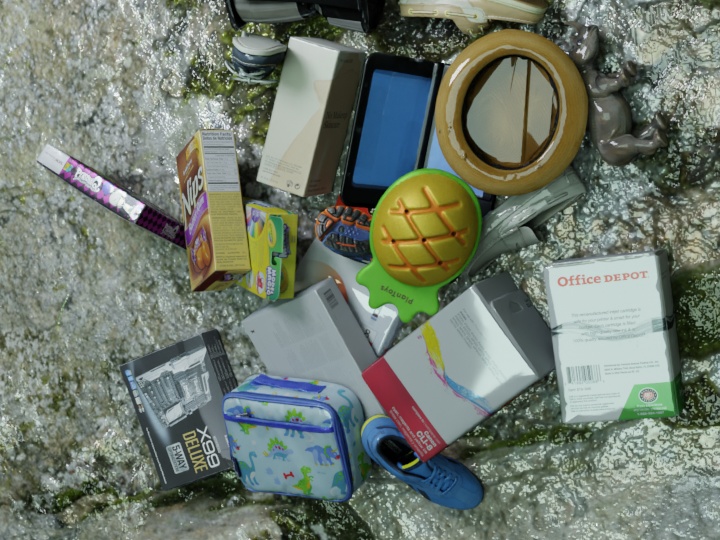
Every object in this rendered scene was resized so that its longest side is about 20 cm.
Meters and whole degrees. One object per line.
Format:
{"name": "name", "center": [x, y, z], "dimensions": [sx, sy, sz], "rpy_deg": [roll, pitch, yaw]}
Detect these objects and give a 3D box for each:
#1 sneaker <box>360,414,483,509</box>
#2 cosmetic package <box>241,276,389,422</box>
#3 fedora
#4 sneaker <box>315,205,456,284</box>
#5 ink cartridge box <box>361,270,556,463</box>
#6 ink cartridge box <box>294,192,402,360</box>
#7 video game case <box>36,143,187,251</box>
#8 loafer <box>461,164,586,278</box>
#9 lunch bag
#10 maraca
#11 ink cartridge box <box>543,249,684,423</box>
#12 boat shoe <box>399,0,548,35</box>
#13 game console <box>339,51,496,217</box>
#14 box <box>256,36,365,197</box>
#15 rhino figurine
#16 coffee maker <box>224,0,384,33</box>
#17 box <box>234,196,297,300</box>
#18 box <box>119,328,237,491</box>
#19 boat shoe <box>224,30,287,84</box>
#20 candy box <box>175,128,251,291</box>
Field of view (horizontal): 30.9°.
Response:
{"name": "sneaker", "center": [0.084, 0.264, 1.706], "dimensions": [0.200, 0.078, 0.066], "rpy_deg": [36, 93, -17]}
{"name": "cosmetic package", "center": [-0.054, 0.125, 1.771], "dimensions": [0.150, 0.052, 0.201], "rpy_deg": [-23, 100, 37]}
{"name": "fedora", "center": [0.186, -0.195, 1.609], "dimensions": [0.199, 0.082, 0.202], "rpy_deg": [1, 99, 7]}
{"name": "sneaker", "center": [0.038, -0.032, 1.713], "dimensions": [0.199, 0.078, 0.076], "rpy_deg": [22, 82, 1]}
{"name": "ink cartridge box", "center": [0.136, 0.119, 1.665], "dimensions": [0.200, 0.145, 0.145], "rpy_deg": [-40, 81, 24]}
{"name": "ink cartridge box", "center": [0.000, 0.000, 1.768], "dimensions": [0.162, 0.050, 0.201], "rpy_deg": [29, 111, 19]}
{"name": "video game case", "center": [-0.337, -0.099, 1.833], "dimensions": [0.181, 0.200, 0.036], "rpy_deg": [31, 89, 19]}
{"name": "loafer", "center": [0.201, -0.057, 1.653], "dimensions": [0.200, 0.070, 0.070], "rpy_deg": [-47, 70, 21]}
{"name": "lunch bag", "center": [-0.089, 0.224, 1.764], "dimensions": [0.199, 0.082, 0.162], "rpy_deg": [5, 114, 31]}
{"name": "maraca", "center": [0.073, -0.031, 1.627], "dimensions": [0.136, 0.107, 0.201], "rpy_deg": [24, 107, 1]}
{"name": "ink cartridge box", "center": [0.315, 0.079, 1.607], "dimensions": [0.146, 0.083, 0.201], "rpy_deg": [-5, 95, 22]}
{"name": "boat shoe", "center": [0.141, -0.335, 1.651], "dimensions": [0.199, 0.074, 0.067], "rpy_deg": [18, 117, 24]}
{"name": "game console", "center": [0.089, -0.163, 1.667], "dimensions": [0.175, 0.116, 0.201], "rpy_deg": [17, 104, 23]}
{"name": "box", "center": [-0.066, -0.207, 1.748], "dimensions": [0.077, 0.095, 0.201], "rpy_deg": [20, 106, 20]}
{"name": "rhino figurine", "center": [0.297, -0.219, 1.593], "dimensions": [0.087, 0.060, 0.201], "rpy_deg": [-33, 79, 33]}
{"name": "coffee maker", "center": [-0.078, -0.396, 1.675], "dimensions": [0.199, 0.192, 0.136], "rpy_deg": [4, 66, 17]}
{"name": "box", "center": [-0.134, -0.031, 1.766], "dimensions": [0.200, 0.048, 0.118], "rpy_deg": [-155, 66, -64]}
{"name": "box", "center": [-0.250, 0.206, 1.912], "dimensions": [0.157, 0.050, 0.201], "rpy_deg": [-21, 87, 26]}
{"name": "boat shoe", "center": [-0.141, -0.279, 1.723], "dimensions": [0.074, 0.200, 0.062], "rpy_deg": [11, 102, -11]}
{"name": "candy box", "center": [-0.205, -0.082, 1.796], "dimensions": [0.117, 0.056, 0.201], "rpy_deg": [147, 119, -62]}
